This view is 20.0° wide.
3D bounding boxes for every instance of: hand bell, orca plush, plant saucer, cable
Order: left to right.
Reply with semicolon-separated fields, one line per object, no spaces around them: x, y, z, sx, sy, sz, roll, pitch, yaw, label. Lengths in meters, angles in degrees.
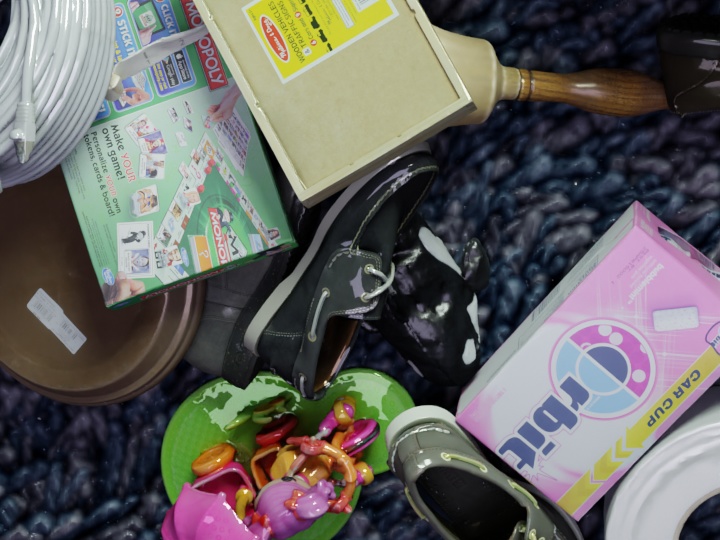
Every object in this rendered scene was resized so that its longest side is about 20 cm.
-0.244;-0.153;1.338;0.200;0.069;0.201;17;89;39;cable
-0.202;-0.001;1.425;0.199;0.029;0.201;4;101;21;plant saucer
0.034;-0.005;1.403;0.105;0.071;0.201;-6;107;8;orca plush
0.114;-0.123;1.353;0.199;0.104;0.104;2;109;-12;hand bell

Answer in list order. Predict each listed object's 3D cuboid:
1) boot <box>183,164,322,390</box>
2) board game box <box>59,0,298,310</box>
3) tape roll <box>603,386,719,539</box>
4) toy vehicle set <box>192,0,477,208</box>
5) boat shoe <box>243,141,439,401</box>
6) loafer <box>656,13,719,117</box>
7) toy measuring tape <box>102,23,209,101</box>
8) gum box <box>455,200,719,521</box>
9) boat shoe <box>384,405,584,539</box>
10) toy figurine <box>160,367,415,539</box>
-0.107;-0.021;1.420;0.130;0.068;0.200;23;107;5;boot
-0.136;-0.089;1.369;0.134;0.029;0.201;-19;82;1;board game box
0.271;0.185;1.437;0.202;0.071;0.203;2;107;6;tape roll
-0.028;-0.157;1.280;0.124;0.027;0.200;-29;80;6;toy vehicle set
0.000;0.000;1.347;0.068;0.072;0.200;47;121;23;boat shoe
0.291;-0.121;1.343;0.199;0.073;0.072;10;115;12;loafer
-0.069;-0.144;1.329;0.200;0.074;0.074;-29;103;-7;toy measuring tape
0.173;0.059;1.409;0.113;0.066;0.200;39;108;-5;gum box
0.092;0.175;1.434;0.072;0.060;0.202;-38;120;16;boat shoe
-0.059;0.160;1.408;0.200;0.184;0.150;-24;104;13;toy figurine
